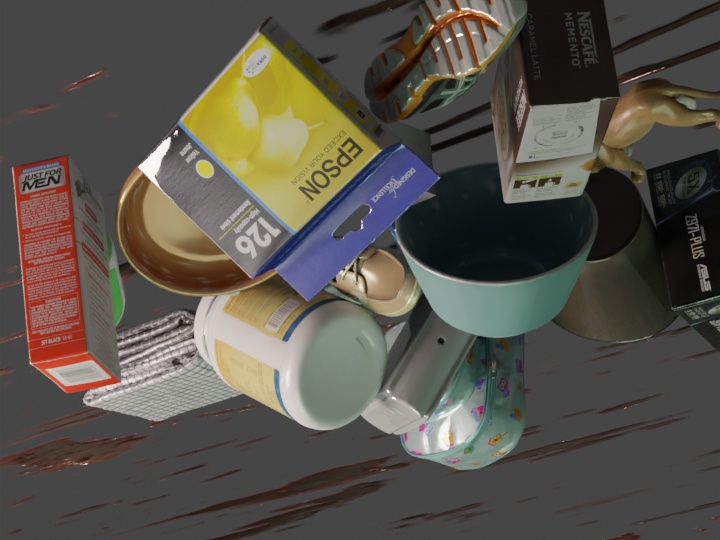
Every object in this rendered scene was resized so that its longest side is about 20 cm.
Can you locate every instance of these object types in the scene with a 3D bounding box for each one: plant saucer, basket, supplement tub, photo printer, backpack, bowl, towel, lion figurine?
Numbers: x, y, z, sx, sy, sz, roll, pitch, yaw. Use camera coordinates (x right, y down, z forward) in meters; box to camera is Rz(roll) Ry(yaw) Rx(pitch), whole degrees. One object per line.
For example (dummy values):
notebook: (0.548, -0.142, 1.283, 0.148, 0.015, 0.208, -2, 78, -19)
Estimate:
plant saucer: (-0.142, -0.061, 1.653, 0.198, 0.038, 0.202, -9, 133, -9)
basket: (0.265, -0.021, 1.860, 0.178, 0.137, 0.200, 11, 160, 18)
supplement tub: (-0.081, 0.082, 1.894, 0.144, 0.146, 0.199, 14, -174, -44)
photo printer: (0.082, 0.085, 1.951, 0.069, 0.201, 0.166, 32, 162, -4)
backpack: (0.120, 0.147, 2.153, 0.175, 0.202, 0.152, -23, 154, 38)
bowl: (0.136, -0.009, 1.680, 0.198, 0.202, 0.106, -7, 127, -1)
towel: (-0.231, 0.118, 2.130, 0.198, 0.087, 0.165, -20, 158, 27)
lion figurine: (0.262, -0.144, 1.645, 0.122, 0.073, 0.200, 21, 132, -38)

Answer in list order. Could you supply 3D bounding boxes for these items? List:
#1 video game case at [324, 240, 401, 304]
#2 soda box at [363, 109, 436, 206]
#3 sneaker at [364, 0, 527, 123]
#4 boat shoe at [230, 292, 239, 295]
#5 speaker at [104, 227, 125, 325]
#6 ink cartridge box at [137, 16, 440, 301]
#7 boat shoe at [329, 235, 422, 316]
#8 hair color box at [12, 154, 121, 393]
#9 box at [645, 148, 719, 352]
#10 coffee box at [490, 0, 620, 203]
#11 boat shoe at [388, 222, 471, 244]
video game case: (0.062, 0.000, 2.005, 0.142, 0.018, 0.199, 11, 153, -42)
soda box: (-0.016, -0.114, 1.602, 0.063, 0.069, 0.199, -21, 156, 38)
sneaker: (0.082, -0.191, 1.446, 0.077, 0.079, 0.199, -9, 168, -36)
boat shoe: (-0.162, -0.027, 1.796, 0.075, 0.061, 0.200, 11, 163, 7)
speaker: (-0.299, 0.009, 1.810, 0.087, 0.089, 0.200, -5, 159, -6)
ink cartridge box: (-0.066, -0.085, 1.474, 0.198, 0.200, 0.047, -43, -174, 34)
boat shoe: (0.000, 0.000, 1.832, 0.064, 0.073, 0.199, 20, -179, -31)
hair color box: (-0.284, 0.005, 1.637, 0.063, 0.202, 0.111, -10, 160, 6)
box: (0.395, -0.018, 1.865, 0.085, 0.166, 0.200, -16, 157, 22)
coffee box: (0.168, -0.153, 1.499, 0.079, 0.116, 0.200, -5, 160, -4)
boat shoe: (0.093, -0.058, 1.806, 0.068, 0.085, 0.199, -26, 170, 26)
